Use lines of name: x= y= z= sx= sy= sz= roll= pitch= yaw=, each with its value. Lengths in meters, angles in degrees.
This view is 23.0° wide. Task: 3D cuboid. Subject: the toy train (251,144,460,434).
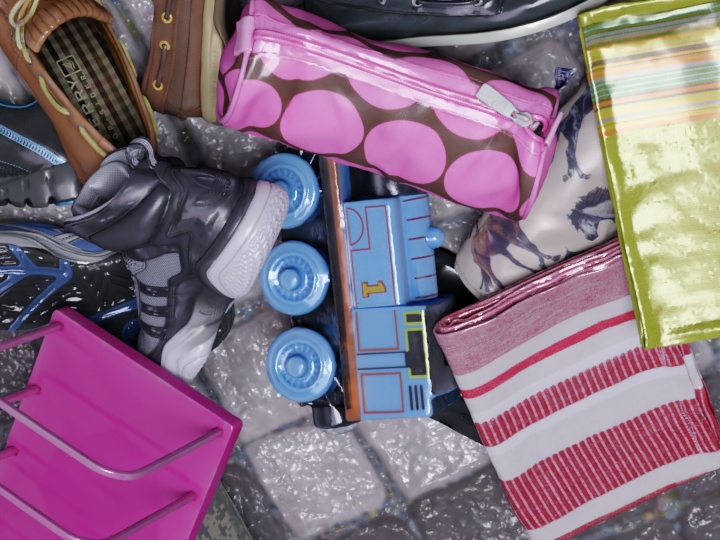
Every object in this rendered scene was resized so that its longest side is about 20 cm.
toy train: x=0.000 y=0.000 z=1.089 sx=0.113 sy=0.087 sz=0.202 roll=-4 pitch=93 yaw=18

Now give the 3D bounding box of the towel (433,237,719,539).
towel: x=0.141 y=0.080 z=1.093 sx=0.143 sy=0.023 sz=0.201 roll=-25 pitch=125 yaw=1

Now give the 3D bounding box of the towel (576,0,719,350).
towel: x=0.182 y=-0.057 z=1.002 sx=0.085 sy=0.018 sz=0.202 roll=-10 pitch=103 yaw=15

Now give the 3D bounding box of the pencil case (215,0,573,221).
pencil case: x=0.016 y=-0.097 z=1.007 sx=0.198 sy=0.094 sz=0.092 roll=15 pitch=86 yaw=-2

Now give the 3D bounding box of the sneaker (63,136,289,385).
sneaker: x=-0.123 y=-0.007 z=1.051 sx=0.113 sy=0.076 sz=0.200 roll=29 pitch=139 yaw=-6

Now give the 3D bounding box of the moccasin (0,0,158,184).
moccasin: x=-0.183 y=-0.145 z=1.062 sx=0.078 sy=0.073 sz=0.203 roll=-26 pitch=87 yaw=62

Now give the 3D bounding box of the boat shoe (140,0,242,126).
boat shoe: x=-0.106 y=-0.184 z=1.057 sx=0.067 sy=0.072 sz=0.202 roll=4 pitch=115 yaw=5

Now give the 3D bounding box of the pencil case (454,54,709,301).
pencil case: x=0.145 y=-0.057 z=1.067 sx=0.089 sy=0.078 sz=0.201 roll=23 pitch=115 yaw=-28

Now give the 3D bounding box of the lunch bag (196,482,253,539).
lunch bag: x=-0.153 y=0.253 z=1.210 sx=0.167 sy=0.139 sz=0.201 roll=-18 pitch=107 yaw=34

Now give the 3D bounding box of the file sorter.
file sorter: x=-0.188 y=0.152 z=1.041 sx=0.138 sy=0.125 sz=0.201 roll=31 pitch=113 yaw=18

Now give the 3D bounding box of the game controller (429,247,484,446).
game controller: x=0.093 y=0.064 z=1.150 sx=0.199 sy=0.042 sz=0.105 roll=28 pitch=99 yaw=-4

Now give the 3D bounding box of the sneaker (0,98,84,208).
sneaker: x=-0.256 y=-0.073 z=1.134 sx=0.198 sy=0.073 sz=0.083 roll=-9 pitch=94 yaw=6

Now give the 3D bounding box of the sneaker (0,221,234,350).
sneaker: x=-0.175 y=0.004 z=1.140 sx=0.198 sy=0.077 sz=0.076 roll=16 pitch=108 yaw=-22

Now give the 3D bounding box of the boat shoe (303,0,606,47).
boat shoe: x=0.056 y=-0.176 z=1.035 sx=0.198 sy=0.075 sz=0.067 roll=-6 pitch=124 yaw=21
